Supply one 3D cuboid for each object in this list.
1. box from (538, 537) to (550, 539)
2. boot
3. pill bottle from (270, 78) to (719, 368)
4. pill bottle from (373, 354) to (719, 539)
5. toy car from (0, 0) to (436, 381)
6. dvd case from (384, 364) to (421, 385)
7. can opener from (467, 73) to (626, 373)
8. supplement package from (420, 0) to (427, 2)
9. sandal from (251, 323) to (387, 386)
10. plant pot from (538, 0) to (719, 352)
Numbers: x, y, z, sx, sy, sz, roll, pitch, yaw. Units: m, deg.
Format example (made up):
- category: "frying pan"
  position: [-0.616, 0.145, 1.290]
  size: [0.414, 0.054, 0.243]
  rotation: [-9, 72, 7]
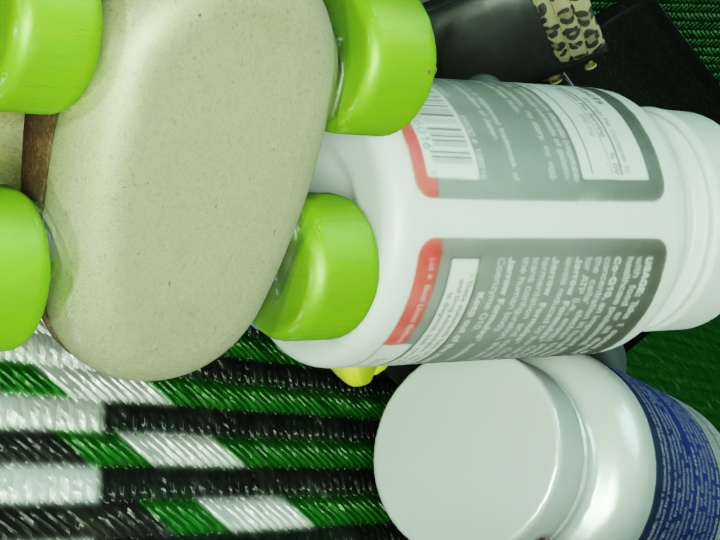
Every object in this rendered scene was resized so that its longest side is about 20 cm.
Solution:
- category: "box"
  position: [0.106, 0.214, 0.741]
  size: [0.200, 0.075, 0.100]
  rotation: [49, 15, 0]
- category: "boot"
  position: [0.066, -0.103, 1.080]
  size: [0.073, 0.150, 0.200]
  rotation: [64, 2, 33]
- category: "pill bottle"
  position: [0.060, -0.020, 0.775]
  size: [0.199, 0.114, 0.114]
  rotation: [0, 47, -35]
- category: "pill bottle"
  position: [0.092, 0.099, 0.875]
  size: [0.200, 0.120, 0.120]
  rotation: [26, 29, -58]
- category: "toy car"
  position: [-0.103, -0.067, 0.685]
  size: [0.163, 0.159, 0.200]
  rotation: [0, 23, -38]
- category: "dvd case"
  position: [0.059, 0.055, 1.064]
  size: [0.200, 0.025, 0.151]
  rotation: [44, 17, -20]
- category: "can opener"
  position: [0.089, -0.015, 0.925]
  size: [0.200, 0.053, 0.067]
  rotation: [62, 27, -49]
- category: "supplement package"
  position: [-0.032, -0.219, 1.259]
  size: [0.122, 0.120, 0.200]
  rotation: [56, 16, 19]
- category: "sandal"
  position: [0.000, 0.000, 0.901]
  size: [0.087, 0.080, 0.200]
  rotation: [19, 7, 18]
- category: "plant pot"
  position: [0.159, -0.059, 1.329]
  size: [0.200, 0.200, 0.177]
  rotation: [54, 26, 12]
